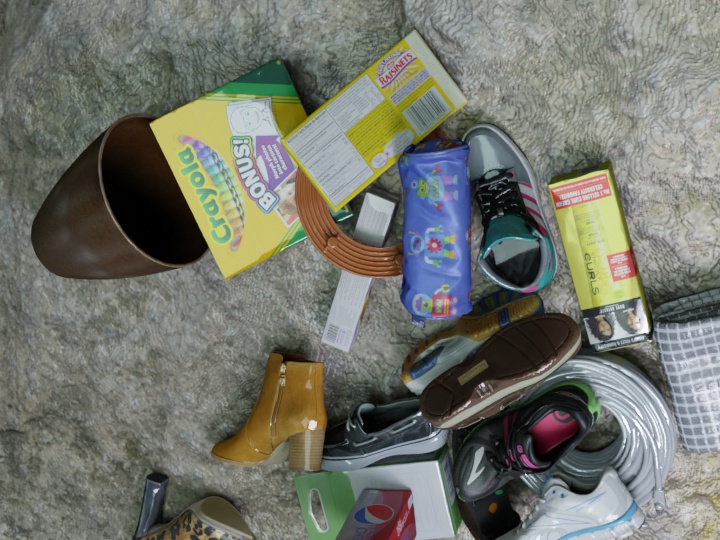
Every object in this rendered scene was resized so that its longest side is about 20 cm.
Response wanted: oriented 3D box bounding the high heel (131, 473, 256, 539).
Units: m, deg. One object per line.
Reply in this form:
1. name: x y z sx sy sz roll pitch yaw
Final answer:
1. high heel: -0.227 0.379 1.389 0.197 0.071 0.145 20 105 27

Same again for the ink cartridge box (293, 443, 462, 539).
1. ink cartridge box: 0.023 0.288 1.302 0.196 0.059 0.106 -10 103 19

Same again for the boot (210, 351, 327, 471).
1. boot: -0.117 0.178 1.313 0.199 0.070 0.147 -5 82 41

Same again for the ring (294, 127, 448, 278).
1. ring: 0.023 -0.093 1.172 0.196 0.019 0.205 0 91 -5

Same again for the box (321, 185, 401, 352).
1. box: 0.000 0.000 1.237 0.041 0.039 0.203 19 110 8

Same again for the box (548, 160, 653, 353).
1. box: 0.272 -0.014 1.148 0.074 0.050 0.204 -12 102 20

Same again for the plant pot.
1. plant pot: -0.307 -0.065 1.248 0.198 0.187 0.190 -21 100 34

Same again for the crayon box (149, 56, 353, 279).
1. crayon box: -0.126 -0.120 1.202 0.170 0.058 0.203 -26 98 1

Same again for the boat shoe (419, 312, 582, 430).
1. boat shoe: 0.164 0.117 1.154 0.200 0.075 0.076 -29 54 16

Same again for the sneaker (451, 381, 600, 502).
1. sneaker: 0.177 0.195 1.139 0.199 0.084 0.077 -41 89 21

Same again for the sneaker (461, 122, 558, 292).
1. sneaker: 0.158 -0.061 1.130 0.083 0.121 0.203 -24 98 21

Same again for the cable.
1. cable: 0.269 0.189 1.195 0.196 0.069 0.204 10 111 17

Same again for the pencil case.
1. pencil case: 0.081 -0.044 1.129 0.085 0.078 0.204 1 104 11

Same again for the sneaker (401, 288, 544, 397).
1. sneaker: 0.146 0.097 1.216 0.199 0.076 0.088 -33 110 25

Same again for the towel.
1. towel: 0.433 0.102 1.117 0.197 0.086 0.169 -15 102 19

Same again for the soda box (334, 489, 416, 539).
1. soda box: 0.010 0.327 1.176 0.069 0.200 0.065 -2 104 16

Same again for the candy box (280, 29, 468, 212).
1. candy box: 0.016 -0.168 1.146 0.199 0.026 0.103 -39 91 -5

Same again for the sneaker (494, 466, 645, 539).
1. sneaker: 0.220 0.281 1.172 0.197 0.075 0.088 -26 91 17

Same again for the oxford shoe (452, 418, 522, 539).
1. oxford shoe: 0.140 0.263 1.245 0.072 0.084 0.204 -20 106 -22

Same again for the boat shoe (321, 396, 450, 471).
1. boat shoe: 0.015 0.192 1.257 0.197 0.073 0.071 -18 119 27
